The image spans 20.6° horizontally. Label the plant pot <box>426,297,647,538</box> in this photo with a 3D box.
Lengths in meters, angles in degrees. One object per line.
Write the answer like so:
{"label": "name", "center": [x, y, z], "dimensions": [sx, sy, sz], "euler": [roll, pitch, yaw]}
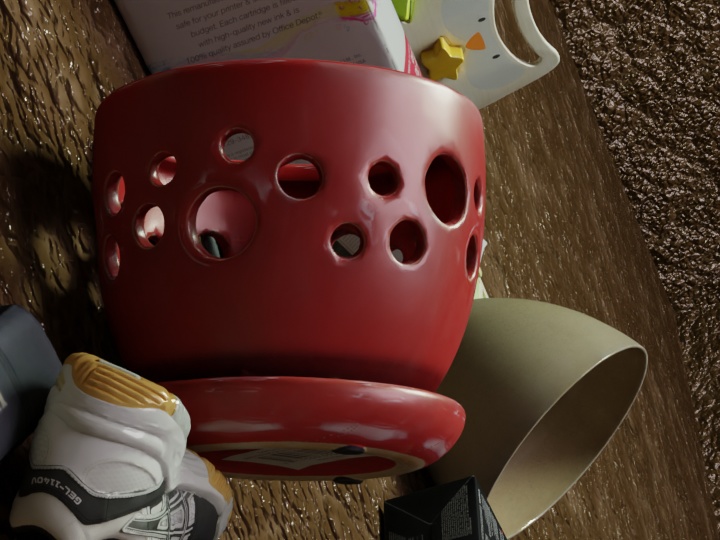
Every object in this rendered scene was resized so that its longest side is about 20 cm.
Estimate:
{"label": "plant pot", "center": [0.114, 0.099, 1.585], "dimensions": [0.134, 0.201, 0.200], "euler": [40, 1, 23]}

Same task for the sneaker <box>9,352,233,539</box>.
{"label": "sneaker", "center": [-0.114, 0.106, 0.885], "dimensions": [0.200, 0.075, 0.088], "euler": [71, 42, -67]}

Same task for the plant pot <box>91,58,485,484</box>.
{"label": "plant pot", "center": [-0.038, 0.007, 0.993], "dimensions": [0.200, 0.199, 0.184], "euler": [38, 52, -67]}

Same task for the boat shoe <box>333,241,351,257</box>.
{"label": "boat shoe", "center": [0.000, 0.000, 1.439], "dimensions": [0.200, 0.065, 0.072], "euler": [-9, 83, -77]}

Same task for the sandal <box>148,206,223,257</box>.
{"label": "sandal", "center": [-0.089, 0.004, 1.127], "dimensions": [0.076, 0.043, 0.201], "euler": [-77, 147, -64]}

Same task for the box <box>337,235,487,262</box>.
{"label": "box", "center": [0.002, -0.055, 1.398], "dimensions": [0.200, 0.036, 0.144], "euler": [44, 19, -6]}

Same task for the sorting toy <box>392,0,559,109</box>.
{"label": "sorting toy", "center": [0.074, -0.203, 1.740], "dimensions": [0.107, 0.179, 0.201], "euler": [-87, 155, -56]}

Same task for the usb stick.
{"label": "usb stick", "center": [-0.163, 0.062, 0.785], "dimensions": [0.200, 0.032, 0.056], "euler": [-54, 126, -73]}

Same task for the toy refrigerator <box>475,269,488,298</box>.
{"label": "toy refrigerator", "center": [0.086, 0.056, 1.710], "dimensions": [0.076, 0.070, 0.201], "euler": [-83, 152, -58]}

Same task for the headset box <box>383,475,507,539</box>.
{"label": "headset box", "center": [0.086, 0.273, 1.432], "dimensions": [0.149, 0.075, 0.200], "euler": [-91, 159, -48]}

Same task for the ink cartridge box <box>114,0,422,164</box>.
{"label": "ink cartridge box", "center": [-0.059, -0.158, 1.225], "dimensions": [0.086, 0.147, 0.201], "euler": [-85, 155, -58]}
